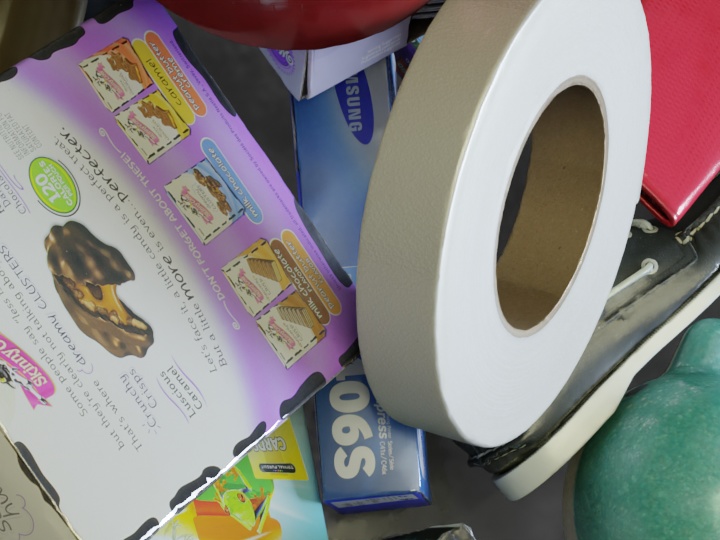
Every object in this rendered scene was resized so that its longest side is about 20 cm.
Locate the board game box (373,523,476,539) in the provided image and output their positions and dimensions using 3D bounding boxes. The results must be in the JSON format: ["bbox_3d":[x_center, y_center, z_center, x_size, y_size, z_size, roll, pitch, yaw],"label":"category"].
[{"bbox_3d":[0.075,0.190,1.178,0.028,0.135,0.200,-43,94,-19],"label":"board game box"}]

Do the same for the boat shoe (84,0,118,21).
[{"bbox_3d":[-0.126,-0.039,1.190,0.074,0.066,0.199,22,75,-14],"label":"boat shoe"}]

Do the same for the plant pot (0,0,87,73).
[{"bbox_3d":[-0.229,-0.118,1.105,0.173,0.200,0.200,23,71,23],"label":"plant pot"}]

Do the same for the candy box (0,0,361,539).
[{"bbox_3d":[-0.107,0.010,1.053,0.168,0.072,0.200,56,40,-4],"label":"candy box"}]

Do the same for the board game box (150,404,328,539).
[{"bbox_3d":[-0.080,0.109,1.113,0.151,0.047,0.200,8,62,-43],"label":"board game box"}]

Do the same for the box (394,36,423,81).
[{"bbox_3d":[0.021,-0.198,1.278,0.137,0.039,0.200,-37,92,-18],"label":"box"}]

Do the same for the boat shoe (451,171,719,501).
[{"bbox_3d":[0.112,0.011,1.252,0.060,0.076,0.200,45,67,-6],"label":"boat shoe"}]

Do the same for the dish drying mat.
[{"bbox_3d":[0.159,-0.106,1.288,0.077,0.018,0.200,44,55,-7],"label":"dish drying mat"}]

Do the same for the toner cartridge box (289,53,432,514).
[{"bbox_3d":[0.000,0.000,1.204,0.043,0.095,0.200,-5,82,2],"label":"toner cartridge box"}]

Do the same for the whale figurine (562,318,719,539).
[{"bbox_3d":[0.189,0.092,1.246,0.200,0.104,0.159,-21,87,-20],"label":"whale figurine"}]

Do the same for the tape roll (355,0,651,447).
[{"bbox_3d":[0.061,-0.029,1.132,0.037,0.203,0.203,15,73,25],"label":"tape roll"}]

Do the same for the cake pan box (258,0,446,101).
[{"bbox_3d":[0.002,-0.186,1.189,0.184,0.052,0.200,-29,67,-15],"label":"cake pan box"}]

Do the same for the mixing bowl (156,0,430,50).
[{"bbox_3d":[-0.024,-0.158,1.079,0.200,0.108,0.200,-1,58,2],"label":"mixing bowl"}]
